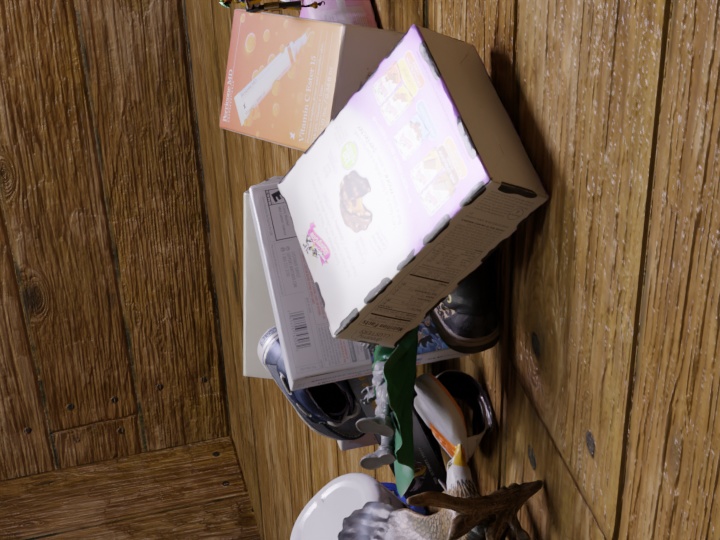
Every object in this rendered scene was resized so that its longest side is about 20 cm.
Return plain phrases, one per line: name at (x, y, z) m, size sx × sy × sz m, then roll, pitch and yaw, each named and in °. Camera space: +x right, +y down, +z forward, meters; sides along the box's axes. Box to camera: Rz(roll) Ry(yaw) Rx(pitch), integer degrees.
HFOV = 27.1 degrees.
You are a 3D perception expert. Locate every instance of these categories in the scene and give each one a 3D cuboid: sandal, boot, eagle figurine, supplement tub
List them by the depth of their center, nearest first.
boot at (0.071, -0.043, 1.315) m, size 0.151 × 0.073 × 0.201 m, roll 90°, pitch 161°, yaw -48°
eagle figurine at (0.085, 0.232, 1.335) m, size 0.151 × 0.151 × 0.200 m, roll -58°, pitch 5°, yaw -32°
sandal at (0.093, 0.128, 1.391) m, size 0.079 × 0.059 × 0.207 m, roll 52°, pitch 172°, yaw 14°
supplement tub at (0.033, 0.304, 1.505) m, size 0.200 × 0.122 × 0.123 m, roll 42°, pitch -170°, yaw -30°
boot at (-0.030, 0.138, 1.538) m, size 0.090 × 0.073 × 0.200 m, roll 44°, pitch 178°, yaw 45°

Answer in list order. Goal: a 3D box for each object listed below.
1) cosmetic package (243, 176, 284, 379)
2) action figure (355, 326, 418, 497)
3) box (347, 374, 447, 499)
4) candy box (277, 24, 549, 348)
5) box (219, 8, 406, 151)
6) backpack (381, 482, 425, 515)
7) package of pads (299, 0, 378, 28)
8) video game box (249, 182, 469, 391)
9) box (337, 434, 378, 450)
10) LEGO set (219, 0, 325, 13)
cosmetic package at (-0.077, 0.007, 1.597) m, size 0.104 × 0.073 × 0.201 m, roll -42°, pitch -46°, yaw -68°
action figure at (0.027, 0.083, 1.289) m, size 0.200 × 0.054 × 0.119 m, roll -80°, pitch -11°, yaw -54°
box at (0.025, 0.123, 1.553) m, size 0.158 × 0.048 × 0.201 m, roll -102°, pitch -13°, yaw -75°
candy box at (0.035, -0.064, 1.200) m, size 0.200 × 0.071 × 0.168 m, roll -46°, pitch 50°, yaw 32°
box at (-0.042, -0.183, 1.466) m, size 0.200 × 0.097 × 0.125 m, roll 20°, pitch 104°, yaw 53°
backpack at (0.015, 0.338, 1.723) m, size 0.200 × 0.162 × 0.169 m, roll -156°, pitch 59°, yaw -78°
package of pads at (-0.013, -0.204, 1.600) m, size 0.121 × 0.075 × 0.201 m, roll 104°, pitch 153°, yaw -65°
video game box at (0.000, 0.000, 1.437) m, size 0.047 × 0.181 × 0.201 m, roll 101°, pitch 157°, yaw -72°
box at (0.009, 0.109, 1.728) m, size 0.078 × 0.094 × 0.201 m, roll -111°, pitch 14°, yaw -44°
LEGO set at (-0.058, -0.304, 1.461) m, size 0.154 × 0.199 × 0.116 m, roll 55°, pitch 164°, yaw 35°
